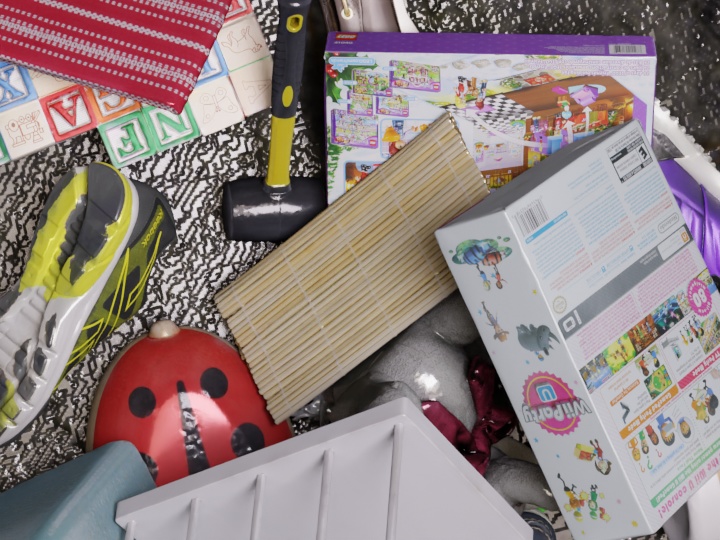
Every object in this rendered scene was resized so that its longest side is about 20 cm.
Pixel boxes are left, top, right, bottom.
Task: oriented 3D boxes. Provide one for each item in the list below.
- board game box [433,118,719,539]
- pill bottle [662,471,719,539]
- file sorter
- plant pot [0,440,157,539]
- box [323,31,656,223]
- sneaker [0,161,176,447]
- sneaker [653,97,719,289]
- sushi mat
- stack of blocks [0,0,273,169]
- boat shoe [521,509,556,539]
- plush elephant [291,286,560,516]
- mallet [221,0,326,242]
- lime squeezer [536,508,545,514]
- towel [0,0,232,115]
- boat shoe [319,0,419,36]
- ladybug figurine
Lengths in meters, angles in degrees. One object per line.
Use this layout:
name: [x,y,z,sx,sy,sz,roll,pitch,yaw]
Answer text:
board game box: [0.143,0.034,1.276,0.147,0.064,0.201,-32,99,-44]
pill bottle: [0.286,0.106,1.422,0.199,0.114,0.115,-14,95,-8]
file sorter: [-0.024,0.186,1.242,0.200,0.125,0.139,-22,131,26]
plant pot: [-0.201,0.247,1.283,0.196,0.200,0.196,-25,97,17]
box: [0.078,-0.075,1.361,0.199,0.039,0.137,2,116,4]
sneaker: [-0.175,0.029,1.370,0.074,0.085,0.200,44,109,32]
sneaker: [0.202,-0.021,1.433,0.099,0.070,0.200,-42,94,2]
sushi mat: [0.000,0.000,1.346,0.200,0.012,0.096,-38,68,21]
stack of blocks: [-0.159,-0.120,1.373,0.199,0.059,0.116,-22,95,-7]
boat shoe: [0.072,0.245,1.423,0.075,0.062,0.200,32,88,-8]
plush elephant: [0.057,0.109,1.353,0.155,0.200,0.165,48,57,-9]
mallet: [-0.057,-0.089,1.342,0.066,0.200,0.041,-8,50,-5]
lime squeezer: [0.106,0.052,1.439,0.070,0.038,0.201,-23,97,25]
towel: [-0.136,-0.194,1.335,0.144,0.023,0.201,16,66,11]
boat shoe: [-0.010,-0.182,1.388,0.059,0.072,0.201,-20,101,-10]
ladybug figurine: [-0.101,0.129,1.386,0.135,0.072,0.201,-17,95,-7]
